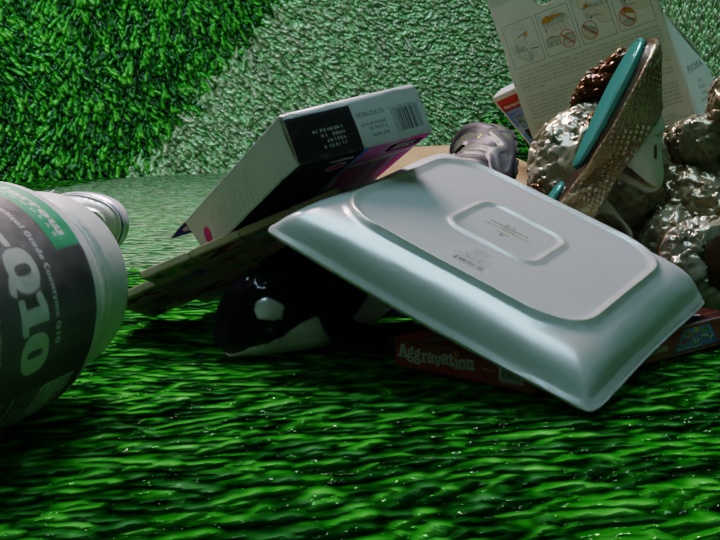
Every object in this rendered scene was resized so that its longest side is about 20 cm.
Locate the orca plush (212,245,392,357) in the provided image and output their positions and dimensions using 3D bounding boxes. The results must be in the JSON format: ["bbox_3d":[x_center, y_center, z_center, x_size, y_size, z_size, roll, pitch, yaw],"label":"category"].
[{"bbox_3d":[0.003,-0.005,0.758,0.197,0.072,0.106,-7,32,-16],"label":"orca plush"}]

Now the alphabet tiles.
[{"bbox_3d":[-0.063,-0.012,0.823,0.198,0.006,0.166,-23,-9,3],"label":"alphabet tiles"}]

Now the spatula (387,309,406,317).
[{"bbox_3d":[0.075,0.021,0.856,0.198,0.021,0.056,-5,15,-35],"label":"spatula"}]

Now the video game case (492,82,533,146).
[{"bbox_3d":[0.216,-0.101,1.147,0.017,0.200,0.143,-44,10,-13],"label":"video game case"}]

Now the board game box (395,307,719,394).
[{"bbox_3d":[0.125,0.039,0.720,0.198,0.020,0.102,-8,11,-43],"label":"board game box"}]

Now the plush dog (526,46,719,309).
[{"bbox_3d":[0.204,-0.060,0.906,0.170,0.202,0.161,26,-24,0],"label":"plush dog"}]

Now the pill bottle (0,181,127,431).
[{"bbox_3d":[-0.182,0.019,0.542,0.111,0.115,0.200,0,8,10],"label":"pill bottle"}]

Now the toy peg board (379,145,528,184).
[{"bbox_3d":[0.096,-0.041,1.153,0.198,0.099,0.199,-7,25,-34],"label":"toy peg board"}]

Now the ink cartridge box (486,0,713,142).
[{"bbox_3d":[0.203,-0.164,1.021,0.161,0.203,0.050,-12,10,45],"label":"ink cartridge box"}]

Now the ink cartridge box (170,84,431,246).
[{"bbox_3d":[-0.043,-0.052,0.769,0.094,0.038,0.200,-18,-7,-31],"label":"ink cartridge box"}]

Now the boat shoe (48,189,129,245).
[{"bbox_3d":[-0.316,-0.033,1.125,0.199,0.076,0.086,-2,6,7],"label":"boat shoe"}]

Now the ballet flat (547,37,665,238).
[{"bbox_3d":[0.160,-0.053,0.815,0.065,0.202,0.071,30,9,1],"label":"ballet flat"}]

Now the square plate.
[{"bbox_3d":[0.080,-0.010,0.688,0.198,0.029,0.197,29,27,22],"label":"square plate"}]

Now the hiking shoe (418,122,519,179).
[{"bbox_3d":[0.072,-0.070,0.976,0.099,0.077,0.201,11,28,-6],"label":"hiking shoe"}]
